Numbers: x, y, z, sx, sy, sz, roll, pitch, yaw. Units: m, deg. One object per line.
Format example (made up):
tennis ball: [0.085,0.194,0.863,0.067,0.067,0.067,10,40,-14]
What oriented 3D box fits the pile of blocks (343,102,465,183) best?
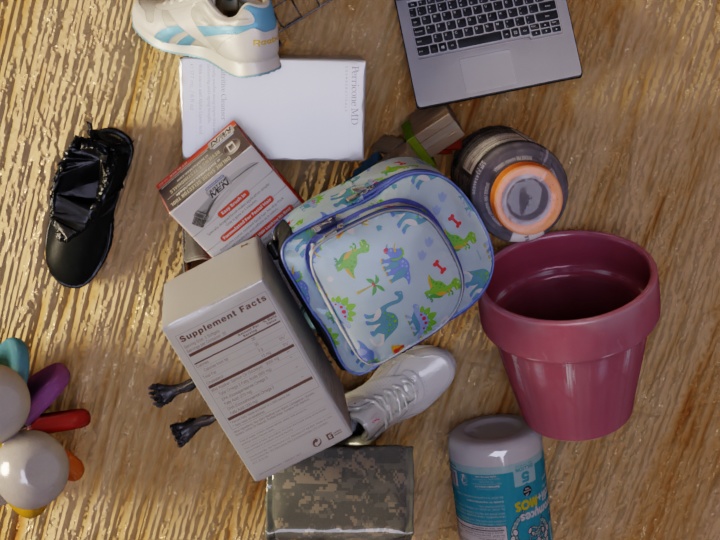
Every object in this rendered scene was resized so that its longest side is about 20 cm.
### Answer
pile of blocks: [0.041,-0.103,1.485,0.200,0.082,0.062,-44,117,-8]

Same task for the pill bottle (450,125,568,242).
pill bottle: [0.160,-0.090,1.432,0.105,0.200,0.107,-1,103,-4]

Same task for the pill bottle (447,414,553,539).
pill bottle: [0.165,0.277,1.561,0.110,0.111,0.202,-9,104,-2]

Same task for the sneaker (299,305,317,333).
sneaker: [0.000,0.000,1.495,0.200,0.096,0.079,-40,103,5]

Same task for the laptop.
laptop: [0.132,-0.296,1.423,0.185,0.116,0.202,-11,83,-1]

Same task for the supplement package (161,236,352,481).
supplement package: [-0.106,0.090,1.383,0.117,0.117,0.201,-26,112,5]

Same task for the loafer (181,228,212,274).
loafer: [-0.164,-0.021,1.492,0.072,0.072,0.202,-1,102,-1]

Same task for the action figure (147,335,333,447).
action figure: [-0.130,0.132,1.516,0.198,0.102,0.120,-23,98,4]

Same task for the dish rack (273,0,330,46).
dish rack: [-0.067,-0.344,1.435,0.199,0.055,0.154,-31,103,4]

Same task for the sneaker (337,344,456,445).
sneaker: [0.024,0.157,1.530,0.199,0.099,0.078,-31,102,3]

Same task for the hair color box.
hair color box: [-0.111,-0.049,1.432,0.111,0.064,0.200,-39,131,2]

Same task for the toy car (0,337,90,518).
toy car: [-0.377,0.164,1.492,0.150,0.174,0.201,-35,105,-31]

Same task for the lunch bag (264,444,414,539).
lunch bag: [-0.025,0.265,1.509,0.162,0.200,0.119,1,71,-1]

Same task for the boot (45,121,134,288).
boot: [-0.295,-0.062,1.429,0.073,0.163,0.200,21,100,-7]

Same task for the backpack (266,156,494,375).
backpack: [0.032,-0.008,1.374,0.199,0.147,0.184,-32,108,-7]

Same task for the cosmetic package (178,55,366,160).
cosmetic package: [-0.093,-0.177,1.458,0.198,0.081,0.114,-1,101,-2]

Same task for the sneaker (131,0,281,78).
sneaker: [-0.159,-0.264,1.396,0.199,0.076,0.081,22,125,33]

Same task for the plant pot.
plant pot: [0.233,0.080,1.492,0.198,0.201,0.181,-10,119,-1]
